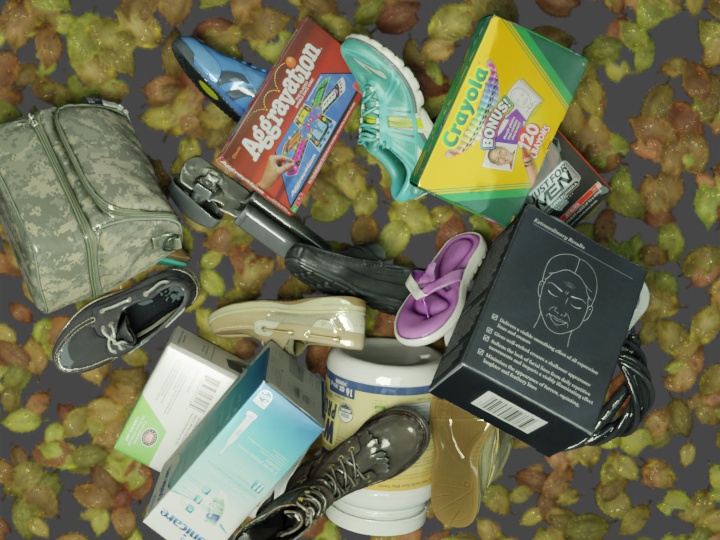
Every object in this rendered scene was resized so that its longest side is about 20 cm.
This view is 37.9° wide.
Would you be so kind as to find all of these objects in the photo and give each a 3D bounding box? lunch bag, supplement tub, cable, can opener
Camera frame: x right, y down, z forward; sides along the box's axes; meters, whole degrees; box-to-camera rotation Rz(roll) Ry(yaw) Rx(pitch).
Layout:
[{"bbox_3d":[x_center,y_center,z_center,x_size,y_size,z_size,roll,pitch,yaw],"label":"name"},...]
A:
[{"bbox_3d":[-0.296,-0.080,1.120,0.167,0.140,0.201,-19,60,-23],"label":"lunch bag"},{"bbox_3d":[0.025,0.191,1.224,0.143,0.144,0.201,4,101,-4],"label":"supplement tub"},{"bbox_3d":[0.254,0.145,1.283,0.199,0.051,0.164,-13,110,4],"label":"cable"},{"bbox_3d":[-0.131,-0.056,1.221,0.200,0.053,0.067,36,129,-10],"label":"can opener"}]

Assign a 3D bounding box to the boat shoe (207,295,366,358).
[{"bbox_3d":[-0.087,0.069,1.198,0.199,0.072,0.065,-5,79,22],"label":"boat shoe"}]

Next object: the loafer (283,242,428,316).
[{"bbox_3d":[0.000,0.000,1.202,0.200,0.068,0.071,20,77,-34],"label":"loafer"}]

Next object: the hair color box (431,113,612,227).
[{"bbox_3d":[0.184,-0.132,1.212,0.102,0.061,0.200,-44,100,6],"label":"hair color box"}]

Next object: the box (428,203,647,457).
[{"bbox_3d":[0.183,0.062,1.082,0.148,0.107,0.201,29,64,-4],"label":"box"}]

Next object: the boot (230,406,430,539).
[{"bbox_3d":[-0.028,0.223,1.076,0.199,0.174,0.069,-34,87,20],"label":"boot"}]

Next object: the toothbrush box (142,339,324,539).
[{"bbox_3d":[-0.132,0.191,1.124,0.085,0.146,0.200,40,97,-10],"label":"toothbrush box"}]

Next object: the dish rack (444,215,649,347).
[{"bbox_3d":[0.210,0.048,1.206,0.171,0.044,0.200,34,105,-7],"label":"dish rack"}]

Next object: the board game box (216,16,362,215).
[{"bbox_3d":[-0.068,-0.171,1.152,0.103,0.019,0.201,36,67,-20],"label":"board game box"}]

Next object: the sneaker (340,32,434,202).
[{"bbox_3d":[0.031,-0.168,1.166,0.079,0.077,0.201,-36,111,-20],"label":"sneaker"}]

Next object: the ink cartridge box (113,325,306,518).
[{"bbox_3d":[-0.165,0.181,1.239,0.199,0.084,0.146,29,99,-9],"label":"ink cartridge box"}]

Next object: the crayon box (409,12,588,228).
[{"bbox_3d":[0.148,-0.161,1.141,0.118,0.058,0.201,23,97,-10],"label":"crayon box"}]

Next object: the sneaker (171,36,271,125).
[{"bbox_3d":[-0.121,-0.203,1.182,0.200,0.066,0.079,41,82,-10],"label":"sneaker"}]

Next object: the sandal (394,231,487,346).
[{"bbox_3d":[0.082,0.011,1.177,0.082,0.203,0.050,-13,118,31],"label":"sandal"}]

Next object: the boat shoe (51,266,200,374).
[{"bbox_3d":[-0.278,0.061,1.219,0.199,0.063,0.073,-31,102,3],"label":"boat shoe"}]

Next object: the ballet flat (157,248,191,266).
[{"bbox_3d":[-0.293,-0.045,1.204,0.198,0.068,0.073,2,82,0],"label":"ballet flat"}]

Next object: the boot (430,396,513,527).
[{"bbox_3d":[0.135,0.172,1.198,0.072,0.155,0.201,7,101,20],"label":"boot"}]
